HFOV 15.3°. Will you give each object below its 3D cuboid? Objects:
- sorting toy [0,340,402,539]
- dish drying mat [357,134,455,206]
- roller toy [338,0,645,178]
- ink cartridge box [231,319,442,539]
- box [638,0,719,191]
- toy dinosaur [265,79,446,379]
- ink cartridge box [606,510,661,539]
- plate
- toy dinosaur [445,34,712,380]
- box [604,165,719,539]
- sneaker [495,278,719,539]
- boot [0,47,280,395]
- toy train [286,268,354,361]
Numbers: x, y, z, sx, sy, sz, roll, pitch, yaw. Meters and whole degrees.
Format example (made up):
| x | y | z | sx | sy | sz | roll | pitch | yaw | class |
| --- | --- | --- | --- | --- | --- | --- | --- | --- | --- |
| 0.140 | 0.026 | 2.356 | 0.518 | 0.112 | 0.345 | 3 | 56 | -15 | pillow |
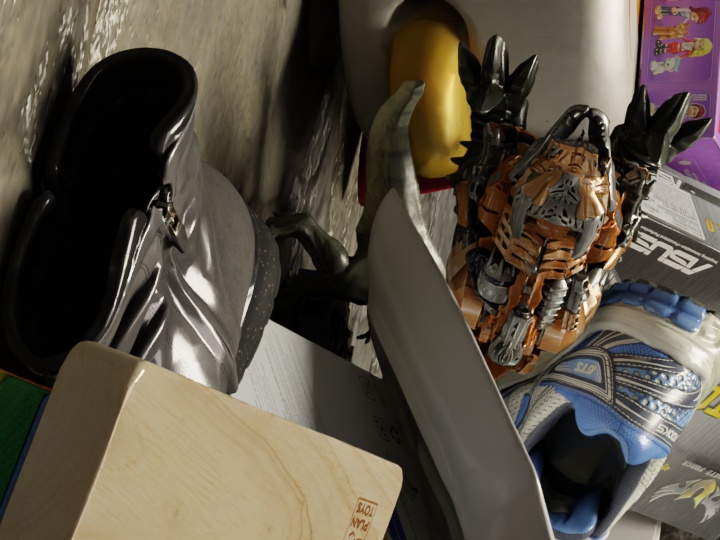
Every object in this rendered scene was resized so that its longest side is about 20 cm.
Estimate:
| x | y | z | sx | sy | sz | roll | pitch | yaw | class |
| --- | --- | --- | --- | --- | --- | --- | --- | --- | --- |
| -0.082 | 0.121 | 0.684 | 0.199 | 0.070 | 0.200 | -69 | 159 | -4 | sorting toy |
| 0.077 | -0.083 | 1.347 | 0.018 | 0.200 | 0.077 | 27 | 63 | -42 | dish drying mat |
| 0.061 | -0.136 | 1.217 | 0.182 | 0.140 | 0.200 | 15 | 78 | -77 | roller toy |
| -0.028 | 0.069 | 0.980 | 0.200 | 0.039 | 0.099 | 35 | 34 | -63 | ink cartridge box |
| 0.165 | -0.135 | 1.250 | 0.137 | 0.039 | 0.200 | 43 | 50 | -67 | box |
| 0.000 | 0.000 | 1.148 | 0.047 | 0.088 | 0.200 | -82 | 164 | -51 | toy dinosaur |
| 0.050 | 0.158 | 1.373 | 0.146 | 0.200 | 0.084 | 89 | 13 | -62 | ink cartridge box |
| 0.047 | 0.097 | 1.070 | 0.200 | 0.032 | 0.200 | -115 | -173 | -53 | plate |
| 0.065 | -0.014 | 1.076 | 0.200 | 0.102 | 0.136 | -36 | -149 | 55 | toy dinosaur |
| 0.140 | 0.037 | 1.239 | 0.158 | 0.200 | 0.048 | -45 | -142 | 30 | box |
| 0.085 | 0.077 | 1.136 | 0.085 | 0.077 | 0.200 | -60 | 180 | -30 | sneaker |
| -0.079 | 0.044 | 0.796 | 0.132 | 0.070 | 0.200 | 63 | 32 | -68 | boot |
| -0.017 | 0.049 | 1.341 | 0.200 | 0.034 | 0.046 | 87 | 13 | -65 | toy train |
